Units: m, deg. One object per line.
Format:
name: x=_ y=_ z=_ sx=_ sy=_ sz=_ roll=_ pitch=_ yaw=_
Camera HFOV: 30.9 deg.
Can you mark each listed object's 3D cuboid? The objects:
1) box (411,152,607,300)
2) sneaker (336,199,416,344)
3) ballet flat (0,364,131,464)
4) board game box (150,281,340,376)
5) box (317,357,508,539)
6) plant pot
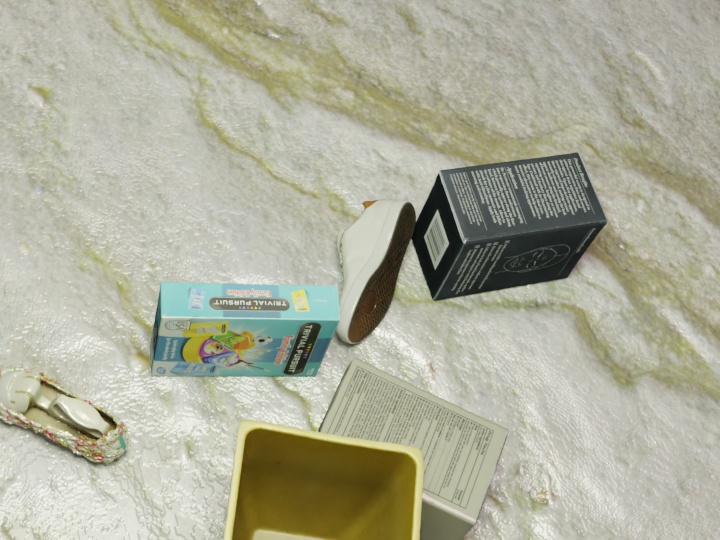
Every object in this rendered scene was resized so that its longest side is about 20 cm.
box: x=0.184 y=-0.056 z=1.641 sx=0.198 sy=0.149 sz=0.108 roll=-8 pitch=63 yaw=-19
sneaker: x=0.000 y=0.000 z=1.624 sx=0.084 sy=0.073 sz=0.201 roll=8 pitch=61 yaw=30
ballet flat: x=-0.344 y=0.147 z=1.441 sx=0.199 sy=0.064 sz=0.076 roll=23 pitch=58 yaw=0
board game box: x=-0.135 y=0.070 z=1.486 sx=0.198 sy=0.151 sz=0.047 roll=1 pitch=61 yaw=-13
box: x=0.047 y=0.211 z=1.476 sx=0.199 sy=0.109 sz=0.128 roll=26 pitch=57 yaw=1
plant pot: x=-0.057 y=0.296 z=1.347 sx=0.194 sy=0.200 sz=0.196 roll=11 pitch=58 yaw=-9
